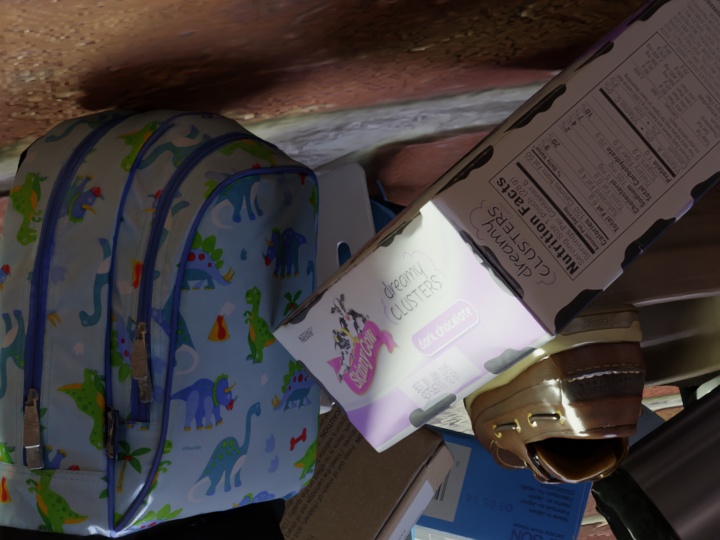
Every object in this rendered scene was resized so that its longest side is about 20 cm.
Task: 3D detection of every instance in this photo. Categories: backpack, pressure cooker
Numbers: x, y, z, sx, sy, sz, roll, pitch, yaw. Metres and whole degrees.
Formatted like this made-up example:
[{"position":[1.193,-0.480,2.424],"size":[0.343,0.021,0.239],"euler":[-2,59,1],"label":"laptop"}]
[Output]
[{"position":[-0.087,0.030,1.103],"size":[0.154,0.200,0.163],"euler":[-13,173,35],"label":"backpack"},{"position":[0.240,0.123,1.307],"size":[0.200,0.179,0.176],"euler":[-35,159,-1],"label":"pressure cooker"}]

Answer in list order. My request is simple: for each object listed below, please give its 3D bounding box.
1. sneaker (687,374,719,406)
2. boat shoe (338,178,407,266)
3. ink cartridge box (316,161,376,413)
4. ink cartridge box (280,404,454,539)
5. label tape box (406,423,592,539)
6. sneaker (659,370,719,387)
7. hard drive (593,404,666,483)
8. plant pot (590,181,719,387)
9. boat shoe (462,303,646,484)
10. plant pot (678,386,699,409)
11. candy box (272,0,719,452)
[{"position":[0.238,0.095,1.494],"size":[0.075,0.089,0.200],"euler":[-31,172,10],"label":"sneaker"},{"position":[0.000,0.000,1.302],"size":[0.069,0.084,0.200],"euler":[9,174,-23],"label":"boat shoe"},{"position":[-0.085,0.025,1.243],"size":[0.200,0.116,0.067],"euler":[-22,160,35],"label":"ink cartridge box"},{"position":[-0.070,0.137,1.398],"size":[0.165,0.200,0.075],"euler":[32,172,13],"label":"ink cartridge box"},{"position":[0.063,0.144,1.588],"size":[0.144,0.063,0.200],"euler":[14,169,5],"label":"label tape box"},{"position":[0.181,0.040,1.564],"size":[0.200,0.077,0.080],"euler":[5,166,-42],"label":"sneaker"},{"position":[0.139,0.092,1.515],"size":[0.042,0.200,0.135],"euler":[-54,177,-8],"label":"hard drive"},{"position":[0.136,-0.001,1.339],"size":[0.201,0.093,0.201],"euler":[-10,164,-3],"label":"plant pot"},{"position":[0.096,0.075,1.284],"size":[0.072,0.068,0.200],"euler":[-7,164,-10],"label":"boat shoe"},{"position":[0.307,0.127,1.668],"size":[0.200,0.200,0.177],"euler":[-14,173,15],"label":"plant pot"},{"position":[0.079,-0.032,1.047],"size":[0.200,0.072,0.168],"euler":[-42,-178,-29],"label":"candy box"}]
